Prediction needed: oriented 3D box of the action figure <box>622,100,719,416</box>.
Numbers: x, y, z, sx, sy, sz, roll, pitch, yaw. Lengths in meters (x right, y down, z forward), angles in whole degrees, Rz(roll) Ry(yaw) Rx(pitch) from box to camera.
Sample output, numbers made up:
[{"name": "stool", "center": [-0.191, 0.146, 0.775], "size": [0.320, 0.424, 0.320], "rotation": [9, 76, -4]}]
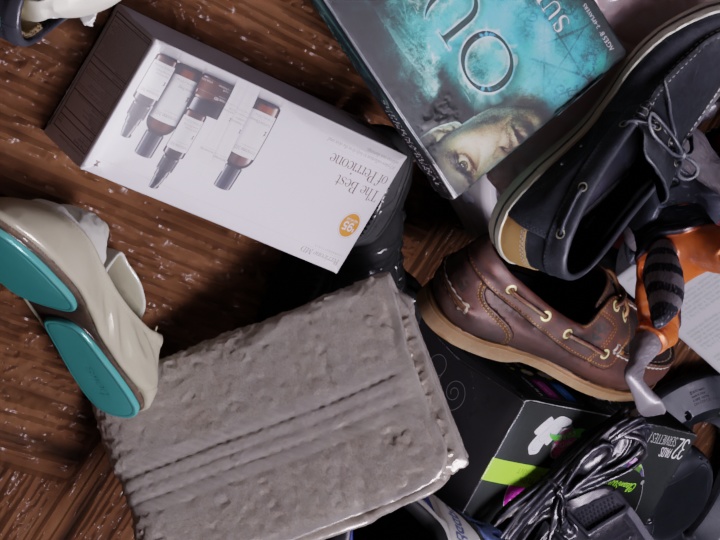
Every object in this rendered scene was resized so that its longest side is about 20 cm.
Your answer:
[{"name": "action figure", "center": [0.202, -0.040, 1.575], "size": [0.104, 0.194, 0.200], "rotation": [19, 133, -32]}]

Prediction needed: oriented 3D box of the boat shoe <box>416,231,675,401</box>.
[{"name": "boat shoe", "center": [0.128, 0.027, 1.650], "size": [0.199, 0.071, 0.070], "rotation": [15, 128, -41]}]

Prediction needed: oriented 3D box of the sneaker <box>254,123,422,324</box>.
[{"name": "sneaker", "center": [0.002, 0.002, 1.630], "size": [0.104, 0.060, 0.201], "rotation": [3, 122, -46]}]

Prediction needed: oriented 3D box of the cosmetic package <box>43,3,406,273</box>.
[{"name": "cosmetic package", "center": [-0.071, -0.069, 1.487], "size": [0.199, 0.051, 0.083], "rotation": [22, 106, -43]}]

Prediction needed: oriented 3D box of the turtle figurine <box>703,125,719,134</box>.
[{"name": "turtle figurine", "center": [0.304, -0.130, 1.734], "size": [0.144, 0.200, 0.194], "rotation": [48, 46, -13]}]

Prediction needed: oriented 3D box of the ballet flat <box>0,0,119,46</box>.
[{"name": "ballet flat", "center": [-0.113, -0.171, 1.367], "size": [0.199, 0.073, 0.073], "rotation": [-32, 138, -23]}]

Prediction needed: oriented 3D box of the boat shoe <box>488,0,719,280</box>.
[{"name": "boat shoe", "center": [0.159, -0.071, 1.535], "size": [0.200, 0.062, 0.075], "rotation": [-45, 141, -11]}]

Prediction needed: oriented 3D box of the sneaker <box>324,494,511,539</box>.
[{"name": "sneaker", "center": [-0.003, 0.142, 1.625], "size": [0.115, 0.199, 0.081], "rotation": [33, 83, -53]}]

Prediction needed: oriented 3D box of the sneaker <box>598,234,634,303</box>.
[{"name": "sneaker", "center": [0.170, 0.010, 1.783], "size": [0.199, 0.087, 0.074], "rotation": [-18, 93, -22]}]

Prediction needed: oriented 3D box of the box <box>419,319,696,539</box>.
[{"name": "box", "center": [0.092, 0.124, 1.762], "size": [0.199, 0.124, 0.149], "rotation": [12, 111, -50]}]

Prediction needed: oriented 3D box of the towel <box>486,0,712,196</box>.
[{"name": "towel", "center": [0.102, -0.168, 1.545], "size": [0.191, 0.032, 0.200], "rotation": [-42, 112, -11]}]

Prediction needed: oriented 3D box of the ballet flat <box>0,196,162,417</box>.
[{"name": "ballet flat", "center": [-0.157, 0.004, 1.479], "size": [0.069, 0.069, 0.200], "rotation": [-41, 143, -11]}]

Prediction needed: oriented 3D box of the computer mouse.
[{"name": "computer mouse", "center": [0.151, 0.181, 1.732], "size": [0.138, 0.053, 0.200], "rotation": [-40, 129, -9]}]

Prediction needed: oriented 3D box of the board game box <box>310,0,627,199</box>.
[{"name": "board game box", "center": [0.045, -0.158, 1.491], "size": [0.135, 0.028, 0.200], "rotation": [-40, 112, -12]}]

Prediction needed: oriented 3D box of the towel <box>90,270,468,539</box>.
[{"name": "towel", "center": [-0.047, 0.092, 1.555], "size": [0.199, 0.133, 0.034], "rotation": [-20, 165, 1]}]

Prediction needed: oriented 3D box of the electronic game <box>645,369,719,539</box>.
[{"name": "electronic game", "center": [0.223, 0.162, 1.986], "size": [0.199, 0.042, 0.201], "rotation": [-25, 133, -29]}]

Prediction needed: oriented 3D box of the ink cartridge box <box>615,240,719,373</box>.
[{"name": "ink cartridge box", "center": [0.284, 0.015, 1.698], "size": [0.200, 0.047, 0.160], "rotation": [39, 130, -16]}]

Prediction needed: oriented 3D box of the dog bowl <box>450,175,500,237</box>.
[{"name": "dog bowl", "center": [0.127, -0.096, 1.665], "size": [0.199, 0.059, 0.201], "rotation": [-25, 135, -27]}]
